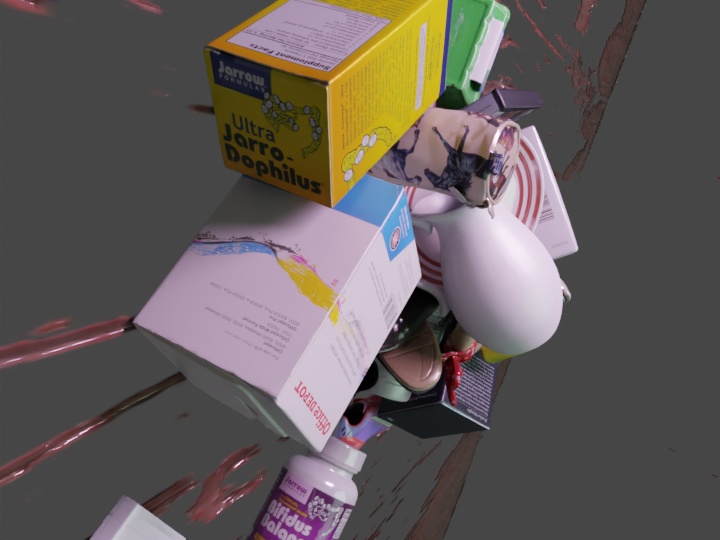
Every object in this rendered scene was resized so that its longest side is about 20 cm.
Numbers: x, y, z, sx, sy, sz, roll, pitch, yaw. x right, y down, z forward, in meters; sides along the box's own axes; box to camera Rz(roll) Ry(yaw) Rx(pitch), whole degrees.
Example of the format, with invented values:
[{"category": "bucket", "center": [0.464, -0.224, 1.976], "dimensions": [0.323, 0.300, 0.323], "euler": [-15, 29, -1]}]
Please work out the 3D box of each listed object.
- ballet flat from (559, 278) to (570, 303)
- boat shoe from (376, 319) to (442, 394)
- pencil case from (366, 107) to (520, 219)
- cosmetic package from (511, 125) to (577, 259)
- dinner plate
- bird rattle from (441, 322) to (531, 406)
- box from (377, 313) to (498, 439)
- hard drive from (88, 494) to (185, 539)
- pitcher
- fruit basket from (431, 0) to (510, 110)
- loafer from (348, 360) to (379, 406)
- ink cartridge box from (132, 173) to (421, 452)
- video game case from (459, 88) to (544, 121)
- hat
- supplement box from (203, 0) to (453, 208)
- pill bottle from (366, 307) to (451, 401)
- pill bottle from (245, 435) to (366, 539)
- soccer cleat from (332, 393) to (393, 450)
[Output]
[{"category": "ballet flat", "center": [0.234, 0.010, 0.956], "dimensions": [0.070, 0.069, 0.200], "euler": [-61, -159, -15]}, {"category": "boat shoe", "center": [0.037, 0.077, 0.813], "dimensions": [0.072, 0.200, 0.065], "euler": [-24, 139, -16]}, {"category": "pencil case", "center": [0.045, -0.113, 0.627], "dimensions": [0.078, 0.200, 0.090], "euler": [61, 46, -60]}, {"category": "cosmetic package", "center": [0.186, -0.086, 0.902], "dimensions": [0.168, 0.166, 0.200], "euler": [69, 17, -2]}, {"category": "dinner plate", "center": [0.122, -0.072, 0.755], "dimensions": [0.200, 0.024, 0.201], "euler": [-9, 116, -20]}, {"category": "bird rattle", "center": [0.152, 0.075, 0.889], "dimensions": [0.200, 0.113, 0.163], "euler": [-16, 138, -42]}, {"category": "box", "center": [0.130, 0.149, 1.050], "dimensions": [0.107, 0.148, 0.200], "euler": [33, 56, -26]}, {"category": "hard drive", "center": [-0.244, 0.311, 0.585], "dimensions": [0.200, 0.027, 0.132], "euler": [-57, 157, -27]}, {"category": "pitcher", "center": [0.117, 0.000, 0.716], "dimensions": [0.200, 0.171, 0.121], "euler": [60, 13, -22]}, {"category": "fruit basket", "center": [0.133, -0.263, 0.829], "dimensions": [0.186, 0.094, 0.200], "euler": [-70, 162, 6]}, {"category": "loafer", "center": [-0.009, 0.125, 0.816], "dimensions": [0.201, 0.070, 0.068], "euler": [-27, 122, -71]}, {"category": "ink cartridge box", "center": [-0.060, 0.024, 0.574], "dimensions": [0.200, 0.144, 0.147], "euler": [-58, 157, -22]}, {"category": "video game case", "center": [0.124, -0.169, 0.827], "dimensions": [0.181, 0.026, 0.200], "euler": [-27, 179, 30]}, {"category": "hat", "center": [0.000, 0.000, 0.769], "dimensions": [0.200, 0.081, 0.201], "euler": [5, 81, -32]}, {"category": "supplement box", "center": [-0.016, -0.162, 0.543], "dimensions": [0.200, 0.109, 0.110], "euler": [-50, 153, -37]}, {"category": "pill bottle", "center": [0.064, 0.082, 0.971], "dimensions": [0.200, 0.116, 0.116], "euler": [-69, 159, 4]}, {"category": "pill bottle", "center": [-0.072, 0.321, 0.890], "dimensions": [0.200, 0.112, 0.112], "euler": [-63, 159, -13]}, {"category": "soccer cleat", "center": [0.010, 0.232, 1.073], "dimensions": [0.200, 0.067, 0.077], "euler": [-24, 128, -57]}]
